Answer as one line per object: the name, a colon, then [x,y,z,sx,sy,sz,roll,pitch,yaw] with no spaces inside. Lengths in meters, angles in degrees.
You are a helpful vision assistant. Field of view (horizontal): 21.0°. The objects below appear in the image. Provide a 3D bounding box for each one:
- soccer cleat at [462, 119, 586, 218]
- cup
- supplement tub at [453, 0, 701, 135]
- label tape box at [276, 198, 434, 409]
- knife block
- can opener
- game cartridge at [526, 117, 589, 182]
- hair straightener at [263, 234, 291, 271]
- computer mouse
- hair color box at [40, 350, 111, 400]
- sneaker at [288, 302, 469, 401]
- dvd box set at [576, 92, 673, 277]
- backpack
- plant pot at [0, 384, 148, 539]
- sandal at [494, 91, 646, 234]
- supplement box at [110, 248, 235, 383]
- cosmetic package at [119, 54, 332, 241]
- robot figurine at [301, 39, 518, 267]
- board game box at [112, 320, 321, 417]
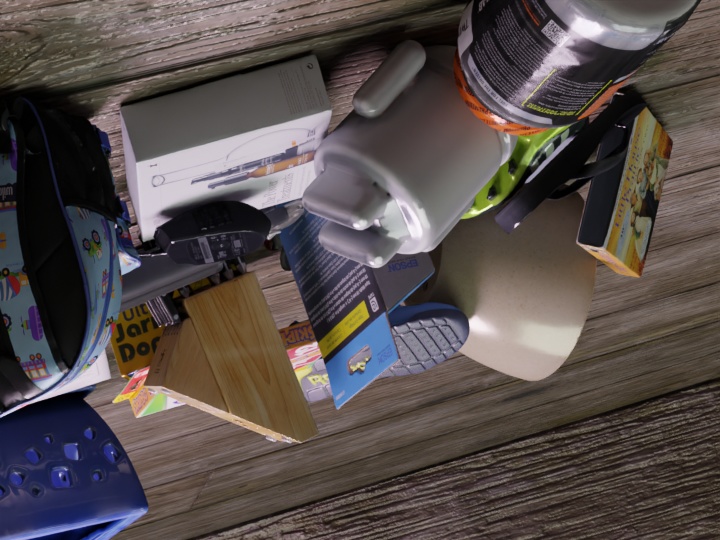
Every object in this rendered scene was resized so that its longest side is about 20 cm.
soccer cleat: [0.145,-0.113,1.663,0.200,0.068,0.081,-45,160,31]
cup: [0.121,0.002,1.922,0.143,0.201,0.200,9,155,-23]
supplement tub: [0.144,-0.177,1.344,0.122,0.123,0.200,-13,165,-24]
label tape box: [0.000,0.000,1.669,0.063,0.200,0.144,-12,165,-27]
knife block: [-0.108,0.038,1.675,0.200,0.176,0.064,24,170,-18]
can opener: [-0.139,-0.029,1.611,0.200,0.067,0.053,-23,167,-20]
game cartridge: [0.099,-0.098,1.776,0.200,0.041,0.133,-14,169,-20]
hair straightener: [0.013,-0.034,1.816,0.200,0.077,0.041,-12,131,-25]
computer mouse: [-0.169,-0.023,1.524,0.200,0.034,0.059,-9,157,-3]
hair color box: [-0.296,0.069,1.835,0.099,0.061,0.200,-17,167,-9]
sneaker: [0.008,0.060,1.874,0.200,0.082,0.074,-15,133,16]
dvd box set: [0.256,-0.078,1.859,0.029,0.147,0.200,13,175,19]
backpack: [-0.242,0.002,1.350,0.182,0.200,0.135,-25,165,20]
plant pot: [-0.369,0.216,2.055,0.200,0.180,0.200,-10,164,-36]
sandal: [0.188,-0.087,1.694,0.200,0.043,0.076,-43,177,-33]
supplement box: [-0.163,0.047,1.823,0.109,0.110,0.200,-21,166,6]
cosmetic package: [-0.105,-0.090,1.497,0.151,0.052,0.200,-14,166,-8]
robot figurine: [0.044,-0.093,1.473,0.200,0.113,0.170,-47,140,-25]
board game box: [-0.121,0.088,1.761,0.200,0.030,0.096,-12,163,-26]
